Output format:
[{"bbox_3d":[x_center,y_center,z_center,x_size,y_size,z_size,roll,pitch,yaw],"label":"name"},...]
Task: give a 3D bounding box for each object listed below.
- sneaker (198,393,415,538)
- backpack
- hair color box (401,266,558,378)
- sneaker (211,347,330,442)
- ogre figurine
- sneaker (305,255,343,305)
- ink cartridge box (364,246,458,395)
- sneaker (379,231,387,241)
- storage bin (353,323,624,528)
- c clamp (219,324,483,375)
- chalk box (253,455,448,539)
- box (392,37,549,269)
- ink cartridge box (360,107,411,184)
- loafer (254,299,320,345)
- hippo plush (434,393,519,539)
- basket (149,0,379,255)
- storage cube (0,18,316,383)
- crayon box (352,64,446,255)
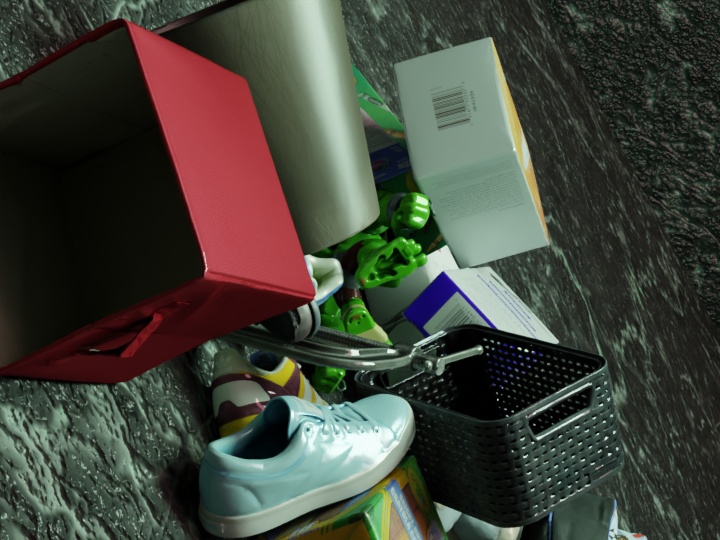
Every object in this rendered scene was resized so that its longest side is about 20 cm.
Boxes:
[{"bbox_3d":[-0.035,0.127,1.233,0.199,0.074,0.083,-26,130,-36],"label":"sneaker"},{"bbox_3d":[0.194,0.327,1.606,0.153,0.191,0.201,25,37,0],"label":"backpack"},{"bbox_3d":[0.119,0.056,1.592,0.109,0.065,0.200,47,14,11],"label":"hair color box"},{"bbox_3d":[-0.056,0.109,1.353,0.200,0.074,0.091,22,54,-66],"label":"sneaker"},{"bbox_3d":[0.000,0.000,1.510,0.120,0.097,0.202,-116,-151,-57],"label":"ogre figurine"},{"bbox_3d":[-0.084,-0.002,1.398,0.200,0.076,0.076,11,60,-65],"label":"sneaker"},{"bbox_3d":[0.075,0.057,1.755,0.145,0.084,0.202,31,39,-60],"label":"ink cartridge box"},{"bbox_3d":[-0.024,-0.085,1.662,0.090,0.078,0.202,-53,120,-74],"label":"sneaker"},{"bbox_3d":[0.103,0.123,1.347,0.134,0.199,0.095,-23,111,-31],"label":"storage bin"},{"bbox_3d":[-0.025,0.061,1.332,0.170,0.198,0.027,-8,108,-60],"label":"c clamp"},{"bbox_3d":[0.001,0.233,1.291,0.125,0.123,0.200,66,19,-4],"label":"chalk box"},{"bbox_3d":[0.107,-0.106,1.550,0.200,0.096,0.126,58,19,-62],"label":"box"},{"bbox_3d":[-0.048,-0.142,1.550,0.200,0.042,0.119,43,33,15],"label":"ink cartridge box"},{"bbox_3d":[-0.116,-0.012,1.274,0.063,0.072,0.200,-32,71,-36],"label":"loafer"},{"bbox_3d":[0.078,0.171,1.516,0.161,0.158,0.202,19,51,-66],"label":"hippo plush"},{"bbox_3d":[-0.071,-0.118,1.309,0.136,0.179,0.202,-142,-149,-75],"label":"basket"},{"bbox_3d":[-0.158,-0.035,1.094,0.180,0.170,0.202,14,55,-69],"label":"storage cube"},{"bbox_3d":[0.018,-0.112,1.695,0.200,0.058,0.119,57,-10,49],"label":"crayon box"}]
